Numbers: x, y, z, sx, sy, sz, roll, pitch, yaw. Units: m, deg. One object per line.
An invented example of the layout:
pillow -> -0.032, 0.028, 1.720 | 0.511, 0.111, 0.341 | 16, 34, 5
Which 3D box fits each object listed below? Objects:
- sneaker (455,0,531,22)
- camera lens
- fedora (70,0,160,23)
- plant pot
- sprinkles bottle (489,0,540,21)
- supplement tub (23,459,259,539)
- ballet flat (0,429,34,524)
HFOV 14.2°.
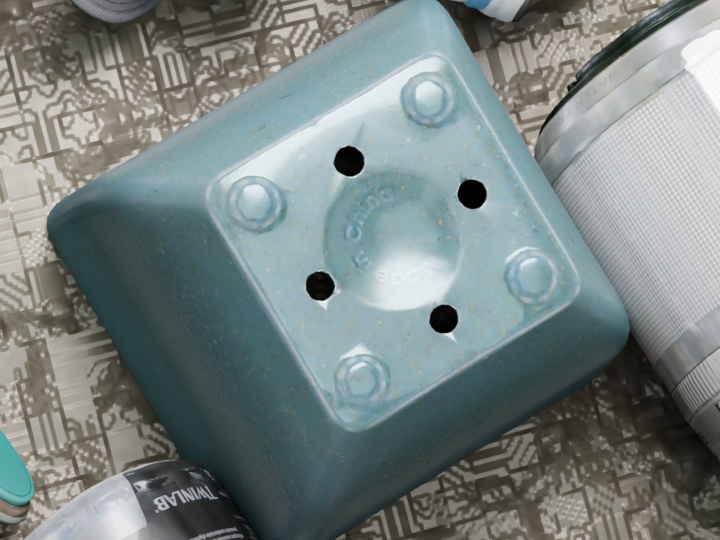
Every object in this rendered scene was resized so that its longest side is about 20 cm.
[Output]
sneaker -> 0.037, -0.209, 1.240 | 0.086, 0.075, 0.201 | 8, 69, -16
camera lens -> 0.183, -0.020, 1.260 | 0.159, 0.160, 0.201 | -30, 78, -10
fedora -> -0.054, -0.199, 1.242 | 0.090, 0.177, 0.201 | 12, 80, 22
plant pot -> 0.000, 0.000, 1.224 | 0.196, 0.200, 0.196 | -31, 90, -10
sprinkles bottle -> 0.035, -0.213, 1.319 | 0.068, 0.068, 0.201 | -32, 90, -10
supplement tub -> -0.062, 0.190, 1.207 | 0.122, 0.123, 0.200 | -32, 70, -10
ballet flat -> -0.226, 0.046, 1.263 | 0.064, 0.067, 0.200 | -42, 90, 17
